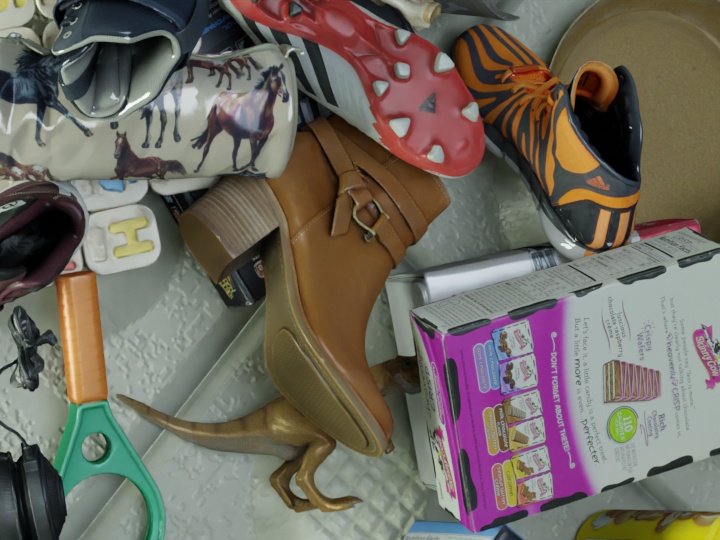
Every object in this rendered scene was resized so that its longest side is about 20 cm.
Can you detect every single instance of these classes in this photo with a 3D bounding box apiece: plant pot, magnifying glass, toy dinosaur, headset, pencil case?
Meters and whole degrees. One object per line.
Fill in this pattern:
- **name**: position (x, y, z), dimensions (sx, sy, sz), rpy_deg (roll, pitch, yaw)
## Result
- **plant pot**: position (0.206, -0.098, 1.877), dimensions (0.199, 0.027, 0.201), rpy_deg (2, 86, -26)
- **magnifying glass**: position (-0.164, 0.101, 1.673), dimensions (0.079, 0.022, 0.201), rpy_deg (-10, 99, -24)
- **toy dinosaur**: position (-0.046, 0.103, 1.729), dimensions (0.199, 0.060, 0.107), rpy_deg (-14, 93, -2)
- **headset**: position (-0.227, 0.119, 1.593), dimensions (0.123, 0.200, 0.094), rpy_deg (12, 38, -23)
- **pencil case**: position (-0.134, -0.098, 1.626), dimensions (0.199, 0.078, 0.090), rpy_deg (0, 112, -10)

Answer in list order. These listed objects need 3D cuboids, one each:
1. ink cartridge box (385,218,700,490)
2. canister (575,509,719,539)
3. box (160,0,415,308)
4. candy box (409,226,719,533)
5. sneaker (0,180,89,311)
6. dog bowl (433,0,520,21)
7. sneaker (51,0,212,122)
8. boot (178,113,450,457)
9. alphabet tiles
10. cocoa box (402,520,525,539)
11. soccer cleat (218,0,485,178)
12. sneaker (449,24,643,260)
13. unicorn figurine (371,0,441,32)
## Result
- **ink cartridge box**: position (0.129, 0.055, 1.783), dimensions (0.199, 0.084, 0.146), rpy_deg (-11, 93, -18)
- **canister**: position (0.239, 0.211, 1.774), dimensions (0.148, 0.200, 0.087), rpy_deg (30, 74, -21)
- **box**: position (-0.052, -0.111, 1.745), dimensions (0.200, 0.050, 0.199), rpy_deg (-34, 100, -23)
- **candy box**: position (0.139, 0.066, 1.696), dimensions (0.199, 0.061, 0.137), rpy_deg (-15, 111, -17)
- **sneaker**: position (-0.244, 0.009, 1.592), dimensions (0.200, 0.115, 0.076), rpy_deg (-38, 100, -8)
- **dog bowl**: position (0.062, -0.257, 1.749), dimensions (0.200, 0.058, 0.201), rpy_deg (-5, 90, -67)
- **sneaker**: position (-0.173, -0.162, 1.572), dimensions (0.077, 0.201, 0.147), rpy_deg (59, 43, -50)
- **boot**: position (0.000, 0.000, 1.688), dimensions (0.154, 0.074, 0.200), rpy_deg (-35, 94, -28)
- **alphabet tiles**: position (-0.186, -0.092, 1.665), dimensions (0.195, 0.015, 0.201), rpy_deg (-11, 96, -10)
- **cocoa box**: position (0.101, 0.267, 1.741), dimensions (0.200, 0.133, 0.132), rpy_deg (39, 71, -18)
- **soccer cleat**: position (-0.007, -0.128, 1.686), dimensions (0.200, 0.085, 0.069), rpy_deg (37, 75, -8)
- **sneaker**: position (0.128, -0.109, 1.746), dimensions (0.077, 0.112, 0.200), rpy_deg (-18, 56, -25)
- **unicorn figurine**: position (0.003, -0.230, 1.624), dimensions (0.137, 0.200, 0.074), rpy_deg (34, 46, 17)
